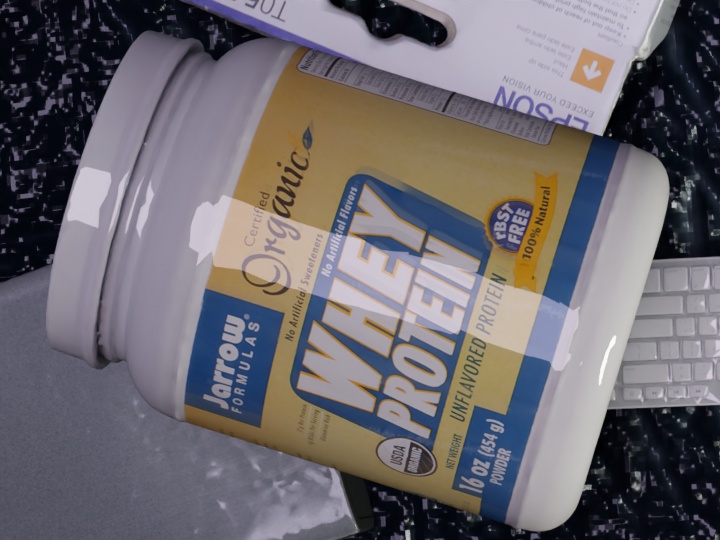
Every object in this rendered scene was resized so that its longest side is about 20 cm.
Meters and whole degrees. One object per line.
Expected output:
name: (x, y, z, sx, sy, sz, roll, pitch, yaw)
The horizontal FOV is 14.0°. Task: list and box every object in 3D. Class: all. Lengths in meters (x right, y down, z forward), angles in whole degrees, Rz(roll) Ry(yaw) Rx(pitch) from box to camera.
ink cartridge box: (0.042, -0.166, 1.129, 0.199, 0.041, 0.201, 24, 95, 15)
keyboard: (0.132, 0.023, 1.116, 0.199, 0.011, 0.057, -3, 88, 15)
supplement tub: (0.000, 0.000, 1.060, 0.199, 0.145, 0.146, 17, 93, 5)
hard drive: (-0.108, 0.067, 1.172, 0.199, 0.033, 0.140, -20, 84, 15)
